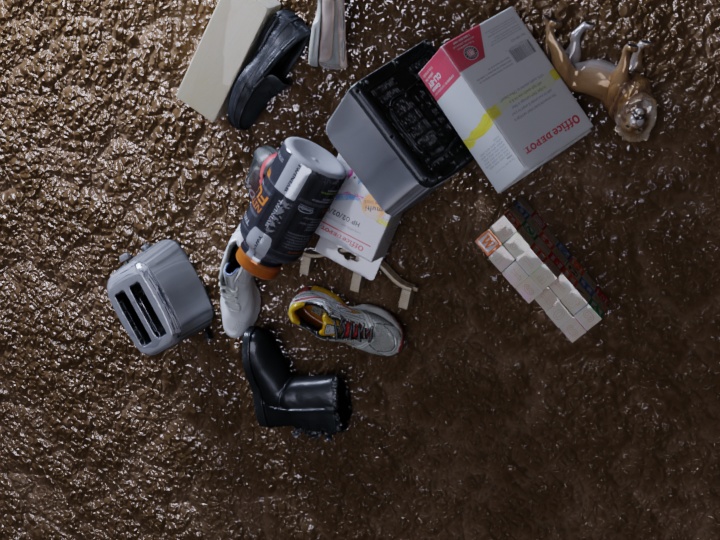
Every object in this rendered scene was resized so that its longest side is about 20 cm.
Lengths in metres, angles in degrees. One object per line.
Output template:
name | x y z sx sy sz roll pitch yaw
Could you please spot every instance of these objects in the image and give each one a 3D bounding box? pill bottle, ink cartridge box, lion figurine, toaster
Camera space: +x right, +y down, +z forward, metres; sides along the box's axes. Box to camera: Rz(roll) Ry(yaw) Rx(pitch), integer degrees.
pill bottle | -0.110 -0.085 1.497 0.106 0.106 0.202 35 112 9
ink cartridge box | 0.001 -0.093 1.539 0.114 0.068 0.203 26 106 14
lion figurine | 0.317 -0.261 1.376 0.198 0.072 0.124 30 125 28
ink cartridge box | 0.195 -0.228 1.371 0.202 0.144 0.083 56 150 3
toaster | -0.334 0.055 1.709 0.112 0.129 0.202 -24 96 28
toaster | 0.077 -0.193 1.418 0.201 0.180 0.119 51 144 0

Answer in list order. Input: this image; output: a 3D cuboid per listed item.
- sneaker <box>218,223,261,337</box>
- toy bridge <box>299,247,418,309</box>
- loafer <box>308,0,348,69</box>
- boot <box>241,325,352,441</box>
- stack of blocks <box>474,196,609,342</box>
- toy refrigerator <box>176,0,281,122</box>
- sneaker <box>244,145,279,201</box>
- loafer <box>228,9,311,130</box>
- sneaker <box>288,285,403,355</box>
sneaker | -0.206 0.020 1.667 0.073 0.087 0.203 14 112 16
toy bridge | 0.000 0.000 1.606 0.197 0.027 0.068 18 111 17
loafer | -0.032 -0.394 1.484 0.062 0.072 0.203 12 116 2
boot | -0.103 0.186 1.682 0.160 0.073 0.202 1 113 25
stack of blocks | 0.261 0.001 1.446 0.058 0.115 0.201 -41 88 28
toy refrigerator | -0.202 -0.339 1.568 0.075 0.070 0.202 32 117 3
sneaker | -0.138 -0.110 1.608 0.098 0.070 0.203 46 146 43
loafer | -0.139 -0.296 1.551 0.070 0.068 0.202 40 114 19
sneaker | -0.026 0.091 1.614 0.197 0.082 0.079 17 112 17
